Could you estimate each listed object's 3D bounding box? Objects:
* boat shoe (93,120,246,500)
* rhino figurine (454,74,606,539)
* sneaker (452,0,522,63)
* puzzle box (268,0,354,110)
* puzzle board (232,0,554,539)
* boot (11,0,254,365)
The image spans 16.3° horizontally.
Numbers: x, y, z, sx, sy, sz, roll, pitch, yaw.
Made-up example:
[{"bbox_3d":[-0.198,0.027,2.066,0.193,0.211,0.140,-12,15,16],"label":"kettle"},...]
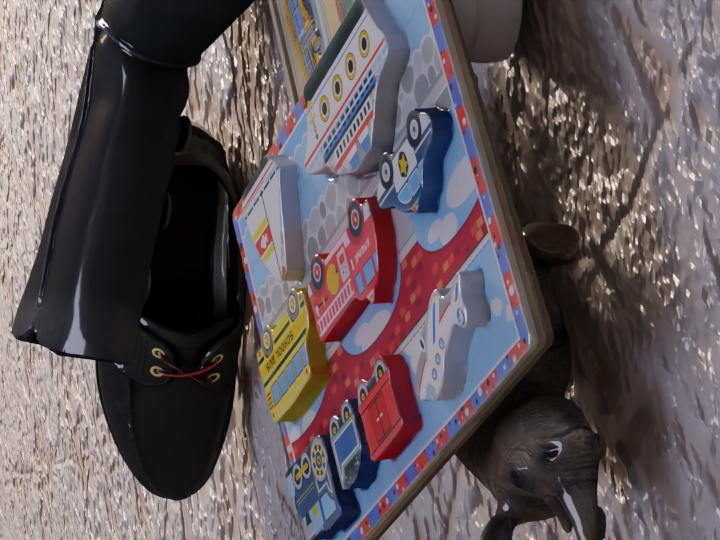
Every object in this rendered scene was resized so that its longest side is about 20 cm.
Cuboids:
[{"bbox_3d":[-0.095,0.027,1.267,0.063,0.073,0.203,-118,30,-67],"label":"boat shoe"},{"bbox_3d":[0.042,0.024,0.844,0.201,0.059,0.088,-116,28,-42],"label":"rhino figurine"},{"bbox_3d":[-0.020,-0.150,0.875,0.074,0.115,0.201,111,146,-54],"label":"sneaker"},{"bbox_3d":[-0.008,-0.113,1.003,0.133,0.025,0.201,125,134,-67],"label":"puzzle box"},{"bbox_3d":[0.000,0.000,0.843,0.200,0.017,0.152,126,134,-56],"label":"puzzle board"},{"bbox_3d":[-0.102,-0.055,1.141,0.165,0.065,0.201,-171,99,-76],"label":"boot"}]
